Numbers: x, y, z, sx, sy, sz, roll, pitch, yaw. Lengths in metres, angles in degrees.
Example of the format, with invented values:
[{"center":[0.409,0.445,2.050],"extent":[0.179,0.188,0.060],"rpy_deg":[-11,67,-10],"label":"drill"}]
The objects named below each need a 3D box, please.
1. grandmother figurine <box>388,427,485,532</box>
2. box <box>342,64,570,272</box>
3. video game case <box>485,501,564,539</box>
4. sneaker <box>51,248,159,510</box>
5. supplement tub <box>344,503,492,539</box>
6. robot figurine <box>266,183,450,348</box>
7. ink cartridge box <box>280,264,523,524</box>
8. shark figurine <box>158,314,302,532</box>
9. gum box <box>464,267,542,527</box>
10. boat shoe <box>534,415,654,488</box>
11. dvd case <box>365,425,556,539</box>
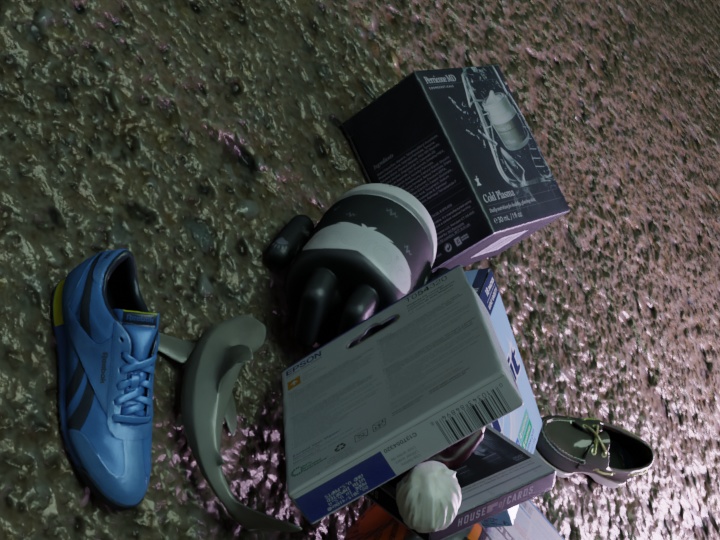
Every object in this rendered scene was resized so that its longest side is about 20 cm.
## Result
[{"center":[0.051,0.143,1.103],"extent":[0.201,0.120,0.061],"rpy_deg":[-95,160,-62],"label":"grandmother figurine"},{"center":[0.112,-0.116,1.504],"extent":[0.199,0.123,0.198],"rpy_deg":[-17,77,-55],"label":"box"},{"center":[0.166,0.326,1.342],"extent":[0.143,0.018,0.201],"rpy_deg":[49,36,-17],"label":"video game case"},{"center":[-0.187,0.079,1.017],"extent":[0.066,0.078,0.203],"rpy_deg":[13,57,-49],"label":"sneaker"},{"center":[0.080,0.290,1.164],"extent":[0.201,0.122,0.123],"rpy_deg":[54,35,-6],"label":"supplement tub"},{"center":[0.001,0.002,1.275],"extent":[0.151,0.124,0.201],"rpy_deg":[52,36,-16],"label":"robot figurine"},{"center":[0.026,0.097,1.095],"extent":[0.044,0.195,0.200],"rpy_deg":[55,10,-22],"label":"ink cartridge box"},{"center":[-0.108,0.109,1.090],"extent":[0.127,0.089,0.217],"rpy_deg":[25,46,-38],"label":"shark figurine"},{"center":[0.126,0.129,1.350],"extent":[0.170,0.044,0.202],"rpy_deg":[-60,136,-54],"label":"gum box"},{"center":[0.264,0.202,1.519],"extent":[0.200,0.060,0.073],"rpy_deg":[22,49,-42],"label":"boat shoe"},{"center":[0.050,0.158,1.161],"extent":[0.149,0.025,0.199],"rpy_deg":[-15,33,-37],"label":"dvd case"}]
